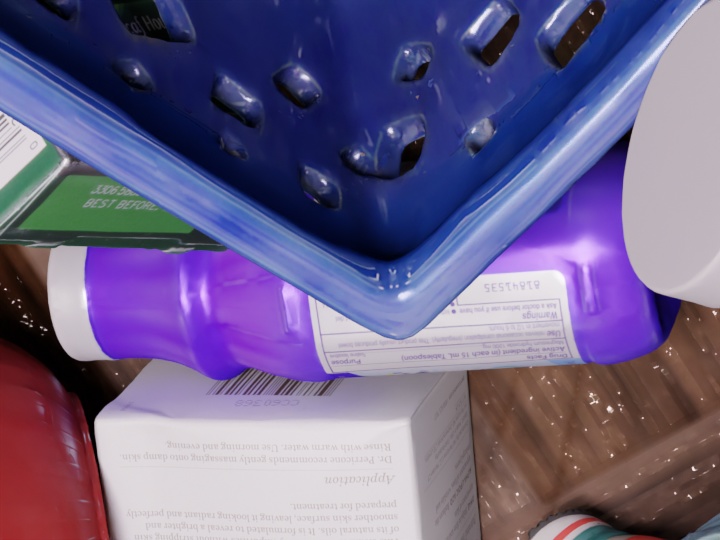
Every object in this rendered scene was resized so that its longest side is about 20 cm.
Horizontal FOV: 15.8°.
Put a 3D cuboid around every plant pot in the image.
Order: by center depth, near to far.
[{"bbox_3d":[-0.008,-0.135,0.717,0.200,0.180,0.200,33,115,-23],"label":"plant pot"}]

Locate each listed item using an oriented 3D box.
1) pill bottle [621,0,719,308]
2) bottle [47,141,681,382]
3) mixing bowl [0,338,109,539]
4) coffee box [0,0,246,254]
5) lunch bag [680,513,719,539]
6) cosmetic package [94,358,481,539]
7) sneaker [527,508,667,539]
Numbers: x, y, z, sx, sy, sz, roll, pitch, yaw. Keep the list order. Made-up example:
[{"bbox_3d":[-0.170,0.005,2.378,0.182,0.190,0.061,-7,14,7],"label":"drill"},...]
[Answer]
[{"bbox_3d":[0.174,-0.011,0.670,0.200,0.112,0.113,13,112,-19],"label":"pill bottle"},{"bbox_3d":[0.000,0.000,0.827,0.200,0.084,0.065,-5,105,16],"label":"bottle"},{"bbox_3d":[-0.141,0.096,0.856,0.108,0.200,0.200,-8,105,-11],"label":"mixing bowl"},{"bbox_3d":[-0.110,-0.096,0.776,0.044,0.123,0.200,-42,68,25],"label":"coffee box"},{"bbox_3d":[0.145,0.129,0.691,0.200,0.077,0.161,-25,85,59],"label":"lunch bag"},{"bbox_3d":[-0.017,0.131,0.873,0.113,0.081,0.200,1,107,16],"label":"cosmetic package"},{"bbox_3d":[0.067,0.171,0.806,0.093,0.200,0.070,7,153,41],"label":"sneaker"}]
